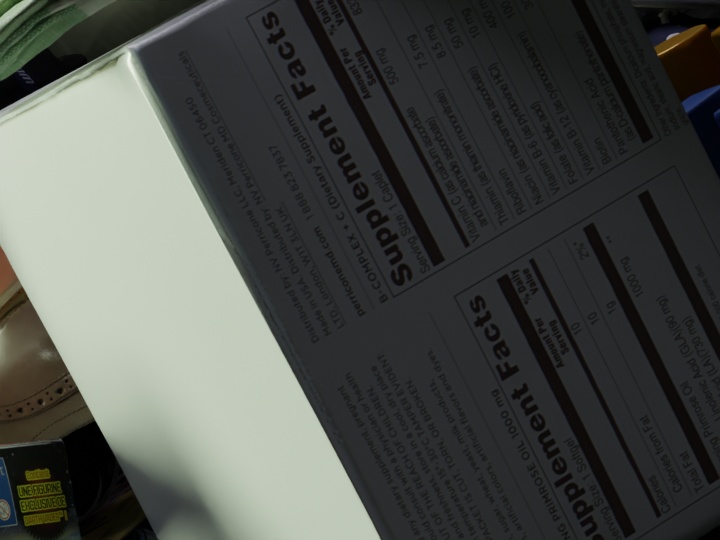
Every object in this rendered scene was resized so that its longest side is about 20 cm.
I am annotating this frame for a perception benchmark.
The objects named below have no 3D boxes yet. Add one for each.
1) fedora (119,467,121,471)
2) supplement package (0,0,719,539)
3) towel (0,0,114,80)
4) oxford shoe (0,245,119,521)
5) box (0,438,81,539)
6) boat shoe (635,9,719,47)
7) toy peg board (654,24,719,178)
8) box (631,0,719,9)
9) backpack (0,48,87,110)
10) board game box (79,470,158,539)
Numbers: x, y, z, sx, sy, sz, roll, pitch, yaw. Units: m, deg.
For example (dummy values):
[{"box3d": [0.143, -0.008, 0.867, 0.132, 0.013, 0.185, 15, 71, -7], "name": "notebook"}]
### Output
[{"box3d": [-0.125, 0.063, 0.984, 0.200, 0.092, 0.201, -22, 11, 4], "name": "fedora"}, {"box3d": [-0.002, 0.002, 0.667, 0.111, 0.156, 0.200, -30, 7, -18], "name": "supplement package"}, {"box3d": [-0.005, -0.092, 0.628, 0.200, 0.023, 0.153, -27, 6, -1], "name": "towel"}, {"box3d": [-0.122, 0.064, 0.827, 0.071, 0.073, 0.200, -40, -7, -45], "name": "oxford shoe"}, {"box3d": [-0.197, 0.087, 0.755, 0.199, 0.040, 0.137, -15, -8, 30], "name": "box"}, {"box3d": [0.130, -0.064, 1.003, 0.092, 0.075, 0.200, -14, 13, 13], "name": "boat shoe"}, {"box3d": [0.152, -0.068, 0.777, 0.199, 0.098, 0.200, -34, 8, -32], "name": "toy peg board"}, {"box3d": [0.118, -0.117, 1.027, 0.199, 0.036, 0.144, 7, 7, 32], "name": "box"}, {"box3d": [-0.182, -0.026, 0.819, 0.127, 0.166, 0.200, -61, 7, 26], "name": "backpack"}, {"box3d": [-0.112, 0.116, 0.810, 0.135, 0.035, 0.200, -25, 9, 35], "name": "board game box"}]
